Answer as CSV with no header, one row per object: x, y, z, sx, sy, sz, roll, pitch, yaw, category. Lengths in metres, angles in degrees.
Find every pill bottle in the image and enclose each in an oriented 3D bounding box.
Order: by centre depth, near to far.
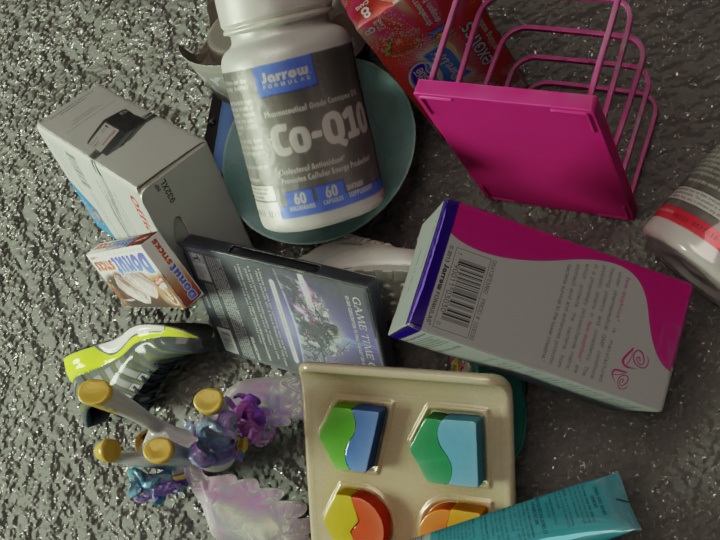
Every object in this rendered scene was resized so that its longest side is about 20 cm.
0.321,-0.070,0.705,0.200,0.111,0.111,-50,60,4,pill bottle
-0.053,-0.143,0.789,0.113,0.114,0.201,-7,107,23,pill bottle

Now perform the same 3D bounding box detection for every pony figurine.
-0.135,0.157,0.825,0.192,0.200,0.167,2,67,10,pony figurine

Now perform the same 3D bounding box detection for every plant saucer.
-0.038,-0.114,0.909,0.200,0.039,0.202,-6,70,17,plant saucer

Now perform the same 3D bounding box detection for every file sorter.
0.157,-0.144,0.759,0.138,0.200,0.126,12,76,28,file sorter

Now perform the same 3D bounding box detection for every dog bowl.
-0.081,-0.239,0.926,0.199,0.059,0.201,-16,39,13,dog bowl

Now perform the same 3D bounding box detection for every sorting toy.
0.035,0.175,0.752,0.184,0.036,0.201,1,104,26,sorting toy

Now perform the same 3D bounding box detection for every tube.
0.102,0.200,0.680,0.199,0.078,0.051,-23,109,9,tube

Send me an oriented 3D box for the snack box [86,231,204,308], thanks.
-0.215,0.002,0.905,0.024,0.072,0.200,-41,18,-25,snack box

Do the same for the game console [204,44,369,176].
-0.082,-0.155,0.972,0.176,0.031,0.201,0,74,26,game console

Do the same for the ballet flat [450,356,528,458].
0.102,0.073,0.798,0.064,0.075,0.201,-30,54,49,ballet flat

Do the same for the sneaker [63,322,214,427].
-0.217,0.103,0.929,0.199,0.074,0.081,-22,75,35,sneaker

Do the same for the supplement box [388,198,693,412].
0.135,0.032,0.715,0.199,0.103,0.102,19,80,-3,supplement box

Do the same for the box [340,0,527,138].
0.062,-0.218,0.826,0.099,0.200,0.096,-31,60,13,box

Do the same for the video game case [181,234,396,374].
-0.063,0.043,0.842,0.199,0.143,0.019,12,46,28,video game case

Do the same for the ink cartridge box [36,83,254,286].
-0.213,-0.082,0.918,0.084,0.145,0.200,-41,47,-22,ink cartridge box

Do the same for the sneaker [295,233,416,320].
0.000,0.000,0.840,0.199,0.076,0.081,-8,45,39,sneaker
